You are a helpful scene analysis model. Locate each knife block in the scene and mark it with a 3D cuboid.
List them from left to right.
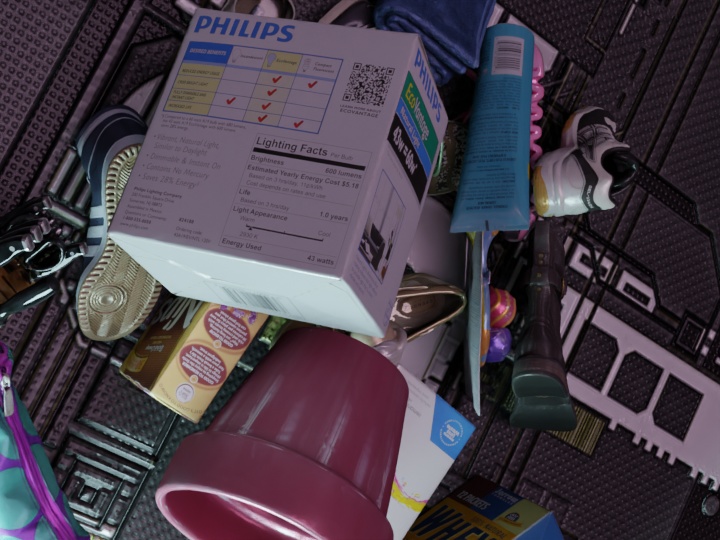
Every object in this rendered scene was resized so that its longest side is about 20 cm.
[{"bbox_3d":[-0.308,0.023,0.839,0.200,0.175,0.064,-41,109,-17],"label":"knife block"}]

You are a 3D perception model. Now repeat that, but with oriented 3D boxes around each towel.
[{"bbox_3d":[0.084,-0.281,1.037,0.111,0.048,0.201,36,57,-23],"label":"towel"}]

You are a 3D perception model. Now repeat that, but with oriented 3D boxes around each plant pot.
[{"bbox_3d":[-0.048,0.156,0.935,0.200,0.199,0.180,40,58,-23],"label":"plant pot"}]

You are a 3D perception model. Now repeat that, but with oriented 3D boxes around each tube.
[{"bbox_3d":[0.129,-0.131,1.024,0.050,0.077,0.202,31,61,-51],"label":"tube"}]

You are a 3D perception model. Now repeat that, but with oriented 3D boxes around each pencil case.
[{"bbox_3d":[-0.294,0.164,0.906,0.085,0.092,0.201,-43,119,-56],"label":"pencil case"}]

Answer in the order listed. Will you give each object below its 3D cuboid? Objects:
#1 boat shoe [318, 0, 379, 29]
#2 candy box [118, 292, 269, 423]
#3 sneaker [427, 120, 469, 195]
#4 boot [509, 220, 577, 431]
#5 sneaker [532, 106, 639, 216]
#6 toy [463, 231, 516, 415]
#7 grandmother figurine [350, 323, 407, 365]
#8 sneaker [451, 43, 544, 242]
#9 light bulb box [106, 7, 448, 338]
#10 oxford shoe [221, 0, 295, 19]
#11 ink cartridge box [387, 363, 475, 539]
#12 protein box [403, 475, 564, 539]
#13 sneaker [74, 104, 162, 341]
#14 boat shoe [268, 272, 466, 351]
[{"bbox_3d":[-0.039,-0.169,1.002,0.200,0.063,0.073,-50,157,-17],"label":"boat shoe"},{"bbox_3d":[-0.124,0.027,0.962,0.056,0.116,0.201,36,79,-23],"label":"candy box"},{"bbox_3d":[0.044,-0.106,1.037,0.198,0.089,0.078,-2,99,-16],"label":"sneaker"},{"bbox_3d":[0.193,0.063,1.133,0.069,0.200,0.175,2,61,10],"label":"boot"},{"bbox_3d":[0.241,-0.106,1.105,0.200,0.087,0.076,-52,136,-50],"label":"sneaker"},{"bbox_3d":[0.128,0.032,1.083,0.047,0.115,0.202,-3,95,0],"label":"toy"},{"bbox_3d":[0.000,0.000,0.987,0.060,0.121,0.202,-6,108,18],"label":"grandmother figurine"},{"bbox_3d":[0.136,-0.129,1.111,0.095,0.079,0.202,-2,95,-4],"label":"sneaker"},{"bbox_3d":[-0.056,-0.077,0.853,0.125,0.197,0.201,57,48,-63],"label":"light bulb box"},{"bbox_3d":[-0.120,-0.176,0.979,0.075,0.058,0.201,32,82,-27],"label":"oxford shoe"},{"bbox_3d":[0.007,0.198,1.069,0.116,0.067,0.201,39,78,-23],"label":"ink cartridge box"},{"bbox_3d":[0.117,0.355,1.100,0.198,0.135,0.201,-31,107,-20],"label":"protein box"},{"bbox_3d":[-0.212,-0.044,0.948,0.070,0.109,0.201,0,125,-28],"label":"sneaker"},{"bbox_3d":[0.007,0.055,1.058,0.199,0.063,0.074,-18,102,-24],"label":"boat shoe"}]
